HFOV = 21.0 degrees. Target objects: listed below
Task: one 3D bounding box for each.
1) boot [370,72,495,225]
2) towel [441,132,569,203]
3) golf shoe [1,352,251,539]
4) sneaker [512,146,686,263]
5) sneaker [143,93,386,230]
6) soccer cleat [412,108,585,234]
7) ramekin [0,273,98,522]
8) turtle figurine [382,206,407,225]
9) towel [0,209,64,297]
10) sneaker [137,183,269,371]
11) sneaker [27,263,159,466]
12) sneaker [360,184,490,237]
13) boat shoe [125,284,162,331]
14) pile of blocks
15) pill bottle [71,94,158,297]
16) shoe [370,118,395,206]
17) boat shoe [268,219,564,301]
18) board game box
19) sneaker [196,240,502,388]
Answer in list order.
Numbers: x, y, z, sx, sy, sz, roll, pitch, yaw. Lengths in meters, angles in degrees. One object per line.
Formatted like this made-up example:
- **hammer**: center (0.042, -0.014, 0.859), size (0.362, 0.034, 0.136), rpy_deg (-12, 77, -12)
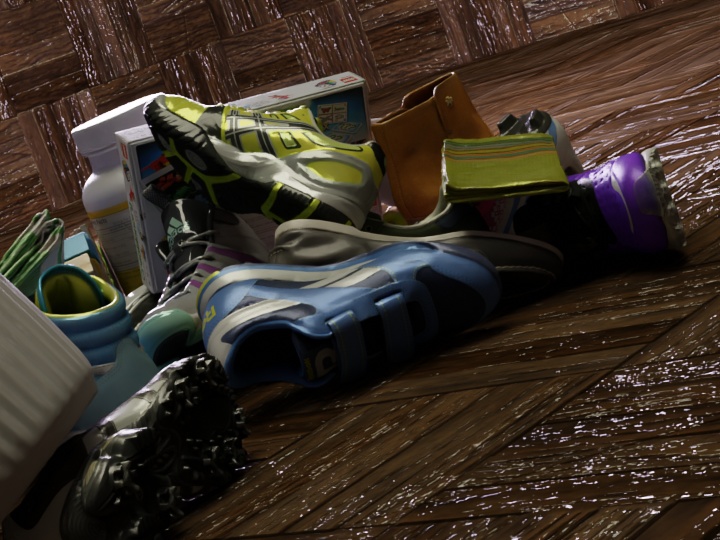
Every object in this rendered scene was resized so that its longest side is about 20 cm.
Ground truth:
- **boot**: center (0.102, -0.094, 1.577), size (0.201, 0.144, 0.071), rpy_deg (-26, 11, -39)
- **towel**: center (0.099, -0.075, 1.377), size (0.086, 0.018, 0.200), rpy_deg (-7, 12, 4)
- **golf shoe**: center (-0.130, 0.103, 1.083), size (0.094, 0.078, 0.200), rpy_deg (-16, 8, 23)
- **sneaker**: center (0.156, -0.033, 1.326), size (0.099, 0.070, 0.200), rpy_deg (-18, 0, -2)
- **sneaker**: center (-0.068, -0.083, 1.388), size (0.200, 0.075, 0.076), rpy_deg (27, 66, 26)
- **soccer cleat**: center (0.106, -0.036, 1.495), size (0.200, 0.086, 0.070), rpy_deg (-50, 25, -24)
- **ramekin**: center (-0.228, 0.095, 1.033), size (0.200, 0.105, 0.200), rpy_deg (-52, 4, 6)
- **turtle figurine**: center (0.004, -0.030, 1.661), size (0.200, 0.064, 0.161), rpy_deg (-21, 8, -9)
- **towel**: center (-0.264, 0.066, 1.325), size (0.200, 0.023, 0.153), rpy_deg (-56, -7, -24)
- **sneaker**: center (-0.126, -0.003, 1.410), size (0.078, 0.140, 0.200), rpy_deg (-33, -11, 19)
- **sneaker**: center (-0.208, 0.063, 1.331), size (0.200, 0.131, 0.080), rpy_deg (-13, 12, 45)
- **sneaker**: center (0.000, 0.000, 1.383), size (0.200, 0.090, 0.067), rpy_deg (-21, 6, -12)
- **boat shoe**: center (-0.115, 0.028, 1.536), size (0.200, 0.071, 0.064), rpy_deg (-28, 16, -34)
- **pile of blocks**: center (-0.235, 0.010, 1.572), size (0.062, 0.082, 0.200), rpy_deg (-24, -5, -3)
- **pill bottle**: center (-0.166, -0.042, 1.643), size (0.112, 0.200, 0.112), rpy_deg (-22, 11, 4)
- **shoe**: center (0.051, -0.090, 1.651), size (0.200, 0.072, 0.091), rpy_deg (7, 6, -28)
- **boat shoe**: center (0.037, 0.008, 1.315), size (0.200, 0.057, 0.067), rpy_deg (5, -28, 0)
- **board game box**: center (-0.083, -0.069, 1.515), size (0.200, 0.126, 0.035), rpy_deg (-16, 25, -21)
- **sneaker**: center (-0.006, 0.036, 1.251), size (0.200, 0.074, 0.082), rpy_deg (-10, 37, 4)
